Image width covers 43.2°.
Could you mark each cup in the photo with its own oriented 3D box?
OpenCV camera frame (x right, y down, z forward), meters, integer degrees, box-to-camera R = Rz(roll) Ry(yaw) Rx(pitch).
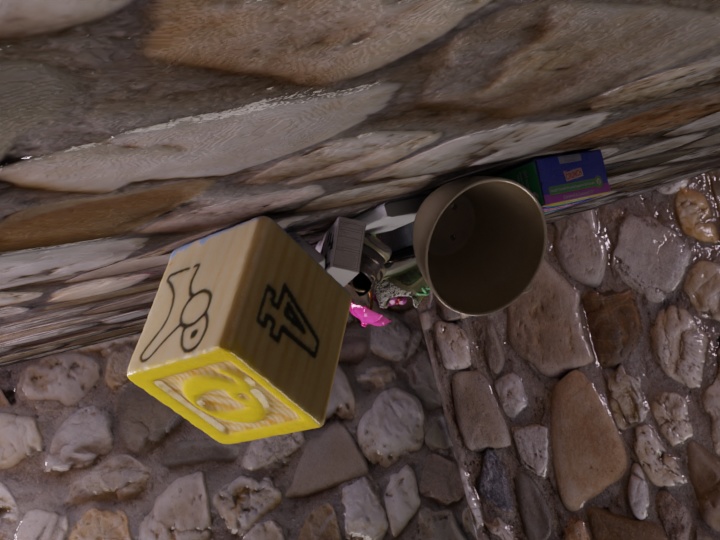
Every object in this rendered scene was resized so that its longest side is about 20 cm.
[{"bbox_3d":[0.154,-0.052,1.342,0.197,0.204,0.143,-14,-158,-19],"label":"cup"}]

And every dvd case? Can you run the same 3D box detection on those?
[{"bbox_3d":[0.149,-0.043,1.672,0.141,0.018,0.199,-16,176,29],"label":"dvd case"}]

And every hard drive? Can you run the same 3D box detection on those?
[{"bbox_3d":[0.049,-0.087,1.475,0.130,0.027,0.199,-13,177,-28],"label":"hard drive"}]

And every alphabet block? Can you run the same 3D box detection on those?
[{"bbox_3d":[-0.151,0.083,1.179,0.193,0.202,0.196,-17,134,37],"label":"alphabet block"}]

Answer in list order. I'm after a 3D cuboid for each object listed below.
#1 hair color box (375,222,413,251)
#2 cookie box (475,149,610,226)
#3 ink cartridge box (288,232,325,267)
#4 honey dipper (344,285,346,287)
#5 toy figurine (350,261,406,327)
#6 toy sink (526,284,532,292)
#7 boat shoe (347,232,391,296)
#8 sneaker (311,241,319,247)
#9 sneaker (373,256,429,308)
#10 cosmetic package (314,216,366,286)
[{"bbox_3d":[0.107,-0.076,1.649,0.098,0.062,0.200,-14,178,-20],"label":"hair color box"},{"bbox_3d":[0.266,-0.122,1.447,0.169,0.076,0.199,-12,175,-38],"label":"cookie box"},{"bbox_3d":[-0.136,0.061,1.431,0.144,0.084,0.202,-31,144,-33],"label":"ink cartridge box"},{"bbox_3d":[0.012,-0.015,1.728,0.200,0.038,0.038,-44,-168,-28],"label":"honey dipper"},{"bbox_3d":[0.034,0.019,1.870,0.197,0.187,0.150,-16,177,4],"label":"toy figurine"},{"bbox_3d":[0.271,-0.033,1.970,0.129,0.203,0.112,-14,177,-27],"label":"toy sink"},{"bbox_3d":[0.000,0.000,1.539,0.074,0.074,0.200,-54,172,-17],"label":"boat shoe"},{"bbox_3d":[-0.073,-0.025,1.682,0.094,0.080,0.200,-3,173,-13],"label":"sneaker"},{"bbox_3d":[0.108,0.020,1.637,0.197,0.090,0.077,-14,175,21],"label":"sneaker"},{"bbox_3d":[-0.041,-0.020,1.470,0.050,0.084,0.200,13,165,-11],"label":"cosmetic package"}]
